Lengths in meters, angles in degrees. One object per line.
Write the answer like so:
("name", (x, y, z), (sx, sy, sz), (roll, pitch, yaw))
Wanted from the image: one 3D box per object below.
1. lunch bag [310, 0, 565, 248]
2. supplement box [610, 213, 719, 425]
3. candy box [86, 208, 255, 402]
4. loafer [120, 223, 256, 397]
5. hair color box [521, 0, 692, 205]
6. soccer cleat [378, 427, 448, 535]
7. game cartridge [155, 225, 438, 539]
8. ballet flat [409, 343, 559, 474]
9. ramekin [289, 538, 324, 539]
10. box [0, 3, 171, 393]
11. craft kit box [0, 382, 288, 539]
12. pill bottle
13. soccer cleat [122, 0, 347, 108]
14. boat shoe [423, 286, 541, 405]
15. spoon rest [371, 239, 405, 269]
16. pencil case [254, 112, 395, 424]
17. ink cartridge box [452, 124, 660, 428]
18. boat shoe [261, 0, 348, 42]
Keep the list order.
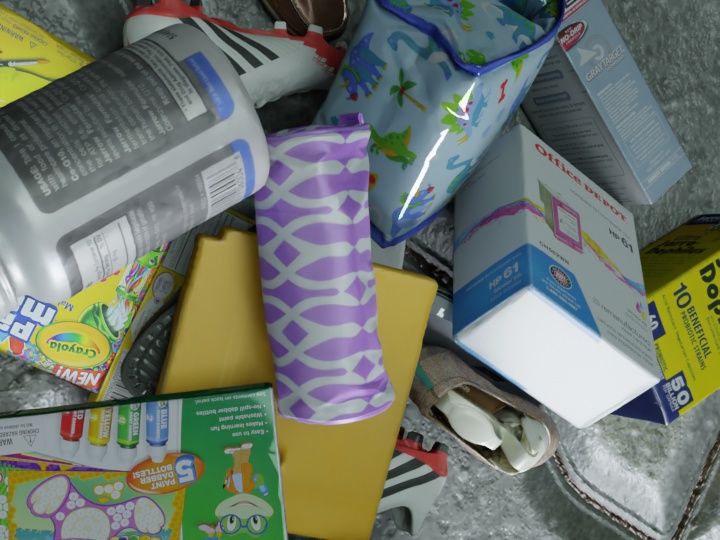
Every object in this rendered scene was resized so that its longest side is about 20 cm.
("lunch bag", (0.064, -0.138, 0.855), (0.127, 0.170, 0.200), (43, 41, 16))
("supplement box", (0.292, 0.037, 1.023), (0.199, 0.109, 0.109), (-29, 103, -23))
("candy box", (-0.129, 0.049, 0.863), (0.102, 0.026, 0.201), (28, 79, -27))
("loafer", (-0.089, 0.023, 0.831), (0.200, 0.070, 0.075), (-40, 107, -5))
("hair color box", (0.189, -0.152, 0.976), (0.061, 0.099, 0.200), (-40, 107, -20))
("soccer cleat", (-0.017, 0.151, 0.887), (0.199, 0.068, 0.086), (23, 83, -33))
("game cartridge", (-0.052, 0.082, 0.801), (0.175, 0.032, 0.201), (14, 93, -17))
("ballet flat", (0.107, 0.131, 0.938), (0.200, 0.067, 0.068), (32, 103, -34))
("ramekin", (0.020, 0.256, 0.849), (0.199, 0.200, 0.098), (8, 79, -26))
("box", (-0.233, -0.051, 0.759), (0.199, 0.122, 0.193), (29, 79, -23))
("craft kit box", (-0.145, 0.182, 0.740), (0.199, 0.049, 0.199), (-7, 92, -5))
("pill bottle", (-0.163, -0.052, 0.662), (0.199, 0.114, 0.114), (-31, 104, -21))
("soccer cleat", (-0.085, -0.145, 0.846), (0.199, 0.068, 0.086), (8, 82, -40))
("boat shoe", (0.104, 0.052, 0.942), (0.200, 0.068, 0.057), (36, 66, -44))
("spoon rest", (0.000, 0.000, 0.907), (0.099, 0.061, 0.201), (-12, 97, -26))
("pencil case", (-0.021, 0.002, 0.740), (0.085, 0.084, 0.201), (-14, 103, -40))
("ink cartridge box", (0.151, 0.000, 0.910), (0.144, 0.085, 0.201), (34, 35, -24))
("boat shoe", (-0.054, -0.272, 0.870), (0.075, 0.072, 0.201), (-25, 101, -23))
